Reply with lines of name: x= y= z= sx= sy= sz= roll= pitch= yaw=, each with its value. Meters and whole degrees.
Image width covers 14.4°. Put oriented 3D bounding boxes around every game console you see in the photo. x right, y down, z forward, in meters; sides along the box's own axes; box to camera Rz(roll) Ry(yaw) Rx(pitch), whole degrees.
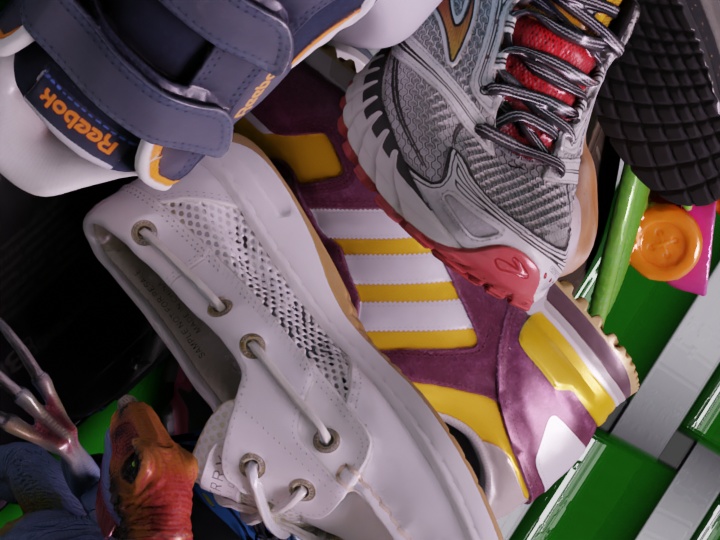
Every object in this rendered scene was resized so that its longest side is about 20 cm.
game console: x=-0.140 y=0.026 z=0.938 sx=0.200 sy=0.116 sz=0.176 roll=-44 pitch=123 yaw=-27

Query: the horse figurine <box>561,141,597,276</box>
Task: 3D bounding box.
horse figurine: x=0.058 y=-0.037 z=1.094 sx=0.200 sy=0.050 sz=0.133 roll=-32 pitch=117 yaw=-73

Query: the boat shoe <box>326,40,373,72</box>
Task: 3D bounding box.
boat shoe: x=-0.009 y=-0.027 z=1.089 sx=0.200 sy=0.073 sz=0.062 roll=78 pitch=7 yaw=-48

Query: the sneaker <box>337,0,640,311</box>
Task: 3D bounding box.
sneaker: x=0.045 y=-0.072 z=0.917 sx=0.078 sy=0.200 sz=0.082 roll=33 pitch=126 yaw=-29

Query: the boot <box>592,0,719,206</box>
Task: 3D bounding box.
boot: x=0.140 y=-0.137 z=1.120 sx=0.131 sy=0.068 sz=0.200 roll=-35 pitch=118 yaw=-35

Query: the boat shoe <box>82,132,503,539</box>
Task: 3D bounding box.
boat shoe: x=-0.021 y=0.052 z=0.874 sx=0.069 sy=0.200 sz=0.071 roll=-24 pitch=155 yaw=-22

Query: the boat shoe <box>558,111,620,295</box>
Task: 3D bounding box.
boat shoe: x=0.060 y=-0.011 z=1.202 sx=0.072 sy=0.068 sz=0.200 roll=74 pitch=32 yaw=-52

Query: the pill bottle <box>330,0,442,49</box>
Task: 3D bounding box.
pill bottle: x=0.030 y=-0.175 z=0.898 sx=0.200 sy=0.111 sz=0.111 roll=-50 pitch=155 yaw=-15

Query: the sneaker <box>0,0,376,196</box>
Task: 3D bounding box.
sneaker: x=-0.050 y=-0.074 z=0.796 sx=0.079 sy=0.078 sz=0.200 roll=-50 pitch=-177 yaw=-30

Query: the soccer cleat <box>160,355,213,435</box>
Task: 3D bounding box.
soccer cleat: x=-0.033 y=0.065 z=1.114 sx=0.086 sy=0.070 sz=0.200 roll=-16 pitch=144 yaw=-33

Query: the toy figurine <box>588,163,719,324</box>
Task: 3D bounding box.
toy figurine: x=0.210 y=-0.049 z=1.249 sx=0.150 sy=0.184 sz=0.200 roll=-62 pitch=165 yaw=-73

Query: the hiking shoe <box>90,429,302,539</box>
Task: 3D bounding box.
hiking shoe: x=-0.046 y=0.082 z=0.950 sx=0.087 sy=0.200 sz=0.074 roll=-18 pitch=101 yaw=-11

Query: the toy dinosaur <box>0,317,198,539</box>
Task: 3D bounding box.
toy dinosaur: x=-0.077 y=0.075 z=0.803 sx=0.200 sy=0.181 sz=0.105 roll=22 pitch=82 yaw=-41

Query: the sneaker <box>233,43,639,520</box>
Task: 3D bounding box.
sneaker: x=0.000 y=0.000 z=0.970 sx=0.090 sy=0.200 sz=0.075 roll=-46 pitch=-177 yaw=-7
